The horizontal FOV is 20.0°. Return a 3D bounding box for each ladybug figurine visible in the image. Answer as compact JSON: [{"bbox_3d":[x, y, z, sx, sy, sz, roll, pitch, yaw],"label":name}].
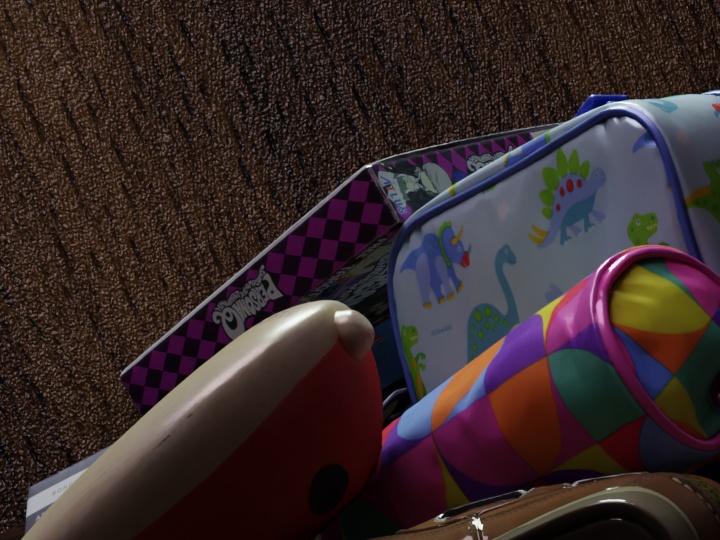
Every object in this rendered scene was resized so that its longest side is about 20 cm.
[{"bbox_3d":[-0.059,0.090,0.775,0.200,0.072,0.136,-45,-8,26],"label":"ladybug figurine"}]

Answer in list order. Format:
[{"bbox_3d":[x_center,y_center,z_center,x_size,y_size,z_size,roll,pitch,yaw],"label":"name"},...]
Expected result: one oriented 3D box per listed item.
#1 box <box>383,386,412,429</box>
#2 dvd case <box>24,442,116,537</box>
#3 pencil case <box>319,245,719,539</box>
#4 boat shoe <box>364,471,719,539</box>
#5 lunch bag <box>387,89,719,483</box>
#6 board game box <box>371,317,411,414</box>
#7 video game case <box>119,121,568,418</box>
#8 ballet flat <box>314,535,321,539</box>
[{"bbox_3d":[-0.043,0.121,0.956,0.200,0.032,0.121,-50,-10,9],"label":"box"},{"bbox_3d":[-0.087,0.141,0.857,0.148,0.016,0.201,-28,38,21],"label":"dvd case"},{"bbox_3d":[0.065,0.068,0.771,0.088,0.089,0.200,-29,-9,-42],"label":"pencil case"},{"bbox_3d":[0.041,0.118,0.709,0.199,0.072,0.068,-16,3,32],"label":"boat shoe"},{"bbox_3d":[0.101,0.020,0.850,0.082,0.162,0.200,-10,-13,-38],"label":"lunch bag"},{"bbox_3d":[0.011,0.088,1.131,0.151,0.037,0.201,-30,-22,-39],"label":"board game box"},{"bbox_3d":[0.000,0.000,1.028,0.200,0.036,0.181,-39,-13,35],"label":"video game case"},{"bbox_3d":[-0.001,0.140,0.893,0.062,0.068,0.200,0,30,48],"label":"ballet flat"}]
